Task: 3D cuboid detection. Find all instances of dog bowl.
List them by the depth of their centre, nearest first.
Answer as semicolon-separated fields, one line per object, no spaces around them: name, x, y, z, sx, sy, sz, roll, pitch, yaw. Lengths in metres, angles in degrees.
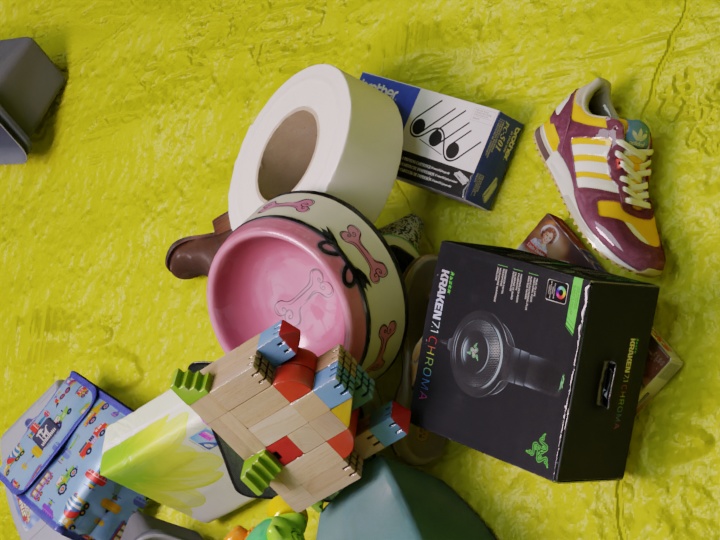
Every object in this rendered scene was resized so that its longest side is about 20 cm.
dog bowl;-0.058;0.030;1.455;0.200;0.074;0.200;13;114;31

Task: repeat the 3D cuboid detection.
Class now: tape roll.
tape roll;-0.048;-0.103;1.562;0.202;0.071;0.203;-33;45;41

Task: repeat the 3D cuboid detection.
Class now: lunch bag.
lunch bag;-0.318;0.207;1.757;0.200;0.094;0.151;25;78;46

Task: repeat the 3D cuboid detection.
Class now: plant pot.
plant pot;0.046;0.276;1.392;0.141;0.141;0.200;-47;39;20

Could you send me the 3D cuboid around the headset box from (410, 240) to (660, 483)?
headset box;0.153;0.078;1.356;0.200;0.093;0.174;18;100;49

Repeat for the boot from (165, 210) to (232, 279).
boot;-0.142;0.052;1.689;0.186;0.064;0.200;-33;68;55

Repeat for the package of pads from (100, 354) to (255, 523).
package of pads;-0.141;0.174;1.581;0.200;0.154;0.068;-30;44;30

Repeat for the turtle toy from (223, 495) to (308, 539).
turtle toy;-0.084;0.321;1.493;0.146;0.101;0.200;-118;21;-54

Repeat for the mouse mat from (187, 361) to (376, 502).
mouse mat;-0.066;0.156;1.477;0.161;0.200;0.008;0;42;18

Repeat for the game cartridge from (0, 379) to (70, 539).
game cartridge;-0.365;0.245;1.844;0.133;0.042;0.200;-41;53;20

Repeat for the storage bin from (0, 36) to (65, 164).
storage bin;-0.482;-0.222;2.046;0.200;0.146;0.134;3;51;43

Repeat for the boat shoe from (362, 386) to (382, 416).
boat shoe;-0.047;0.074;1.556;0.200;0.057;0.069;45;127;6

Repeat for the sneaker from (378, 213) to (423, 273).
sneaker;0.000;0.000;1.584;0.200;0.077;0.089;-24;26;42

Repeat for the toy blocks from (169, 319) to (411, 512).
toy blocks;-0.049;0.122;1.380;0.137;0.200;0.100;-33;24;23

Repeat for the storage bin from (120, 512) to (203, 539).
storage bin;-0.210;0.352;1.602;0.200;0.145;0.134;-66;18;5

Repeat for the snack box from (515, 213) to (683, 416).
snack box;0.204;0.039;1.397;0.072;0.024;0.200;-52;49;21

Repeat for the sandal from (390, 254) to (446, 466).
sandal;0.071;0.086;1.463;0.054;0.080;0.200;0;82;61

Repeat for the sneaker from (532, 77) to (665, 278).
sneaker;0.227;-0.085;1.383;0.090;0.075;0.200;-48;51;27

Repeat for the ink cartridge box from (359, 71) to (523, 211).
ink cartridge box;0.064;-0.132;1.568;0.200;0.044;0.094;23;91;44
